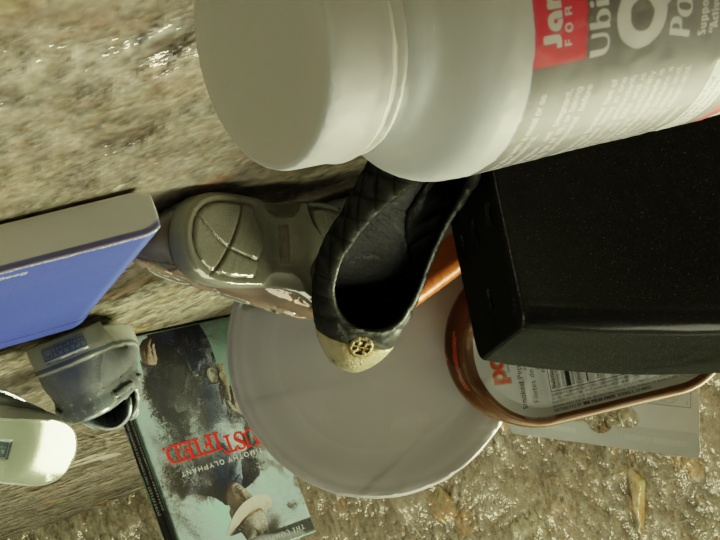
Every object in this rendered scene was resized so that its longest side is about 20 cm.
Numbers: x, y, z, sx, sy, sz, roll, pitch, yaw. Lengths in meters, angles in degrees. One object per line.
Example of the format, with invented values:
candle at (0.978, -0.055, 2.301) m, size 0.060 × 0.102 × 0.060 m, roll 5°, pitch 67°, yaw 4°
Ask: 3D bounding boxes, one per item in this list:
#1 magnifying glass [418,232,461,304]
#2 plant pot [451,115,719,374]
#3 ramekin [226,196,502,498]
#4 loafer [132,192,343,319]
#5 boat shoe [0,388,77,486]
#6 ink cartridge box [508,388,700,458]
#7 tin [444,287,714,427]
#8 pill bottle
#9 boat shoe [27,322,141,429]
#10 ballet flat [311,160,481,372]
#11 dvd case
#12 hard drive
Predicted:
magnifying glass at (0.088, -0.031, 0.975) m, size 0.200 × 0.080 × 0.022 m, roll -36°, pitch 152°, yaw -24°
plant pot at (0.151, -0.037, 0.880) m, size 0.177 × 0.200 × 0.200 m, roll -8°, pitch 170°, yaw -8°
ramekin at (0.007, 0.049, 1.035) m, size 0.202 × 0.203 × 0.094 m, roll -20°, pitch -176°, yaw -5°
loafer at (-0.055, -0.008, 0.915) m, size 0.063 × 0.072 × 0.200 m, roll -6°, pitch 167°, yaw 39°
boat shoe at (-0.294, 0.108, 1.045) m, size 0.071 × 0.070 × 0.201 m, roll 21°, pitch -178°, yaw 44°
ink cartridge box at (0.185, 0.026, 1.095) m, size 0.162 × 0.200 × 0.050 m, roll 4°, pitch -169°, yaw 37°
tin at (0.155, 0.038, 0.992) m, size 0.200 × 0.112 × 0.042 m, roll -12°, pitch -179°, yaw -13°
pill bottle at (0.048, -0.092, 0.515) m, size 0.200 × 0.111 × 0.111 m, roll -15°, pitch 170°, yaw -33°
boat shoe at (-0.191, 0.080, 1.065) m, size 0.070 × 0.072 × 0.201 m, roll -20°, pitch 178°, yaw -3°
ballet flat at (0.016, -0.012, 0.849) m, size 0.066 × 0.057 × 0.200 m, roll 6°, pitch 130°, yaw -17°
dvd case at (-0.126, 0.142, 1.244) m, size 0.146 × 0.200 × 0.022 m, roll -10°, pitch 166°, yaw -47°
hard drive at (-0.202, 0.013, 0.854) m, size 0.132 × 0.025 × 0.200 m, roll -16°, pitch 170°, yaw -26°
